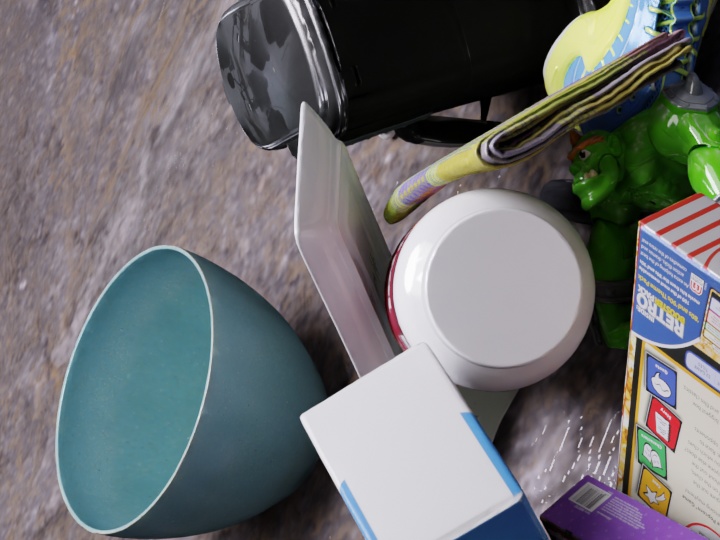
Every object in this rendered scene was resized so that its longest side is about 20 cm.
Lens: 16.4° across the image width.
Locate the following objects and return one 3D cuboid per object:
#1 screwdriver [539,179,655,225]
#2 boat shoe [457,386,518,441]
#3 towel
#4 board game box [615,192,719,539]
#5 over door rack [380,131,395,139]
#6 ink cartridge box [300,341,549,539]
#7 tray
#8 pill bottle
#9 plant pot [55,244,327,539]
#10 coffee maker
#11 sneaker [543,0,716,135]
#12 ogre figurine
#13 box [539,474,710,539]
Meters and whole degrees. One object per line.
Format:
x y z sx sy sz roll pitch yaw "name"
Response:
0.179 -0.034 1.481 0.200 0.029 0.028 11 83 49 "screwdriver"
0.052 0.076 1.562 0.071 0.070 0.201 25 99 54 "boat shoe"
0.094 -0.078 1.402 0.023 0.143 0.200 59 161 -2 "towel"
0.196 0.084 1.242 0.151 0.046 0.200 39 141 39 "board game box"
0.008 -0.173 1.764 0.148 0.066 0.200 -72 19 1 "over door rack"
0.061 0.162 1.340 0.084 0.200 0.145 -30 37 -2 "ink cartridge box"
0.000 0.000 1.503 0.022 0.200 0.108 -9 49 14 "tray"
0.072 0.011 1.413 0.200 0.113 0.113 140 147 -87 "pill bottle"
-0.102 0.097 1.722 0.200 0.134 0.201 -30 51 46 "plant pot"
0.032 -0.161 1.551 0.135 0.200 0.192 58 145 19 "coffee maker"
0.186 -0.139 1.474 0.200 0.076 0.105 -56 44 44 "sneaker"
0.171 -0.032 1.397 0.200 0.098 0.120 87 169 -78 "ogre figurine"
0.183 0.193 1.255 0.039 0.137 0.200 -38 29 -16 "box"
